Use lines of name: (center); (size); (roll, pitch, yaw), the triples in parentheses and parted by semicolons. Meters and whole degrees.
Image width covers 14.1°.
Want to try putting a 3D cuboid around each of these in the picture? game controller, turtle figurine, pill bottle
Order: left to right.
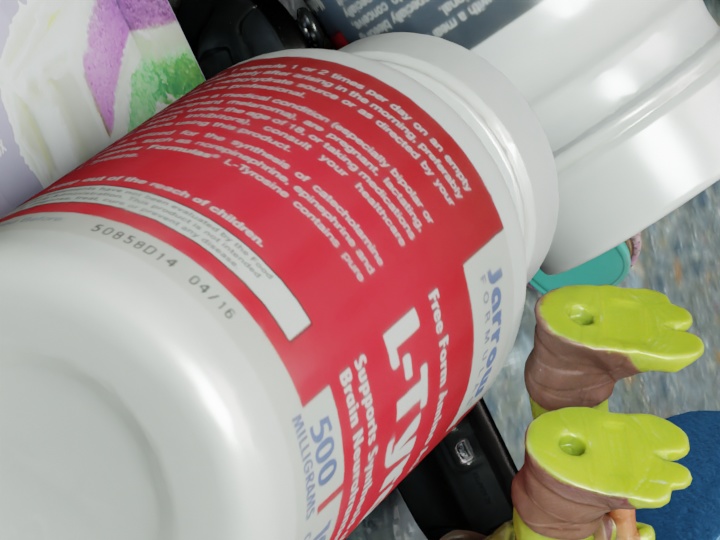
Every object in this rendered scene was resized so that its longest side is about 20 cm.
pill bottle: (-0.027, 0.011, 0.732); (0.200, 0.112, 0.113); (-41, 113, -54)
game controller: (0.000, 0.000, 0.898); (0.201, 0.042, 0.104); (64, -1, -19)
pill bottle: (0.036, -0.105, 0.858); (0.201, 0.119, 0.120); (56, 35, -4)
turtle figurine: (0.048, 0.083, 0.782); (0.200, 0.064, 0.162); (-56, 163, -51)

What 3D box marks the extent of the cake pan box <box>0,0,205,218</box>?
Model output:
cake pan box: (-0.091, 0.015, 0.781); (0.185, 0.052, 0.200); (63, 35, -18)

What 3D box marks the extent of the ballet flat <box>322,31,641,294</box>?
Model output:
ballet flat: (0.035, -0.058, 1.001); (0.200, 0.069, 0.072); (39, 30, -49)

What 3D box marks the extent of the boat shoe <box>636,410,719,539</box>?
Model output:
boat shoe: (0.087, 0.135, 1.012); (0.200, 0.084, 0.069); (-52, 132, -32)
